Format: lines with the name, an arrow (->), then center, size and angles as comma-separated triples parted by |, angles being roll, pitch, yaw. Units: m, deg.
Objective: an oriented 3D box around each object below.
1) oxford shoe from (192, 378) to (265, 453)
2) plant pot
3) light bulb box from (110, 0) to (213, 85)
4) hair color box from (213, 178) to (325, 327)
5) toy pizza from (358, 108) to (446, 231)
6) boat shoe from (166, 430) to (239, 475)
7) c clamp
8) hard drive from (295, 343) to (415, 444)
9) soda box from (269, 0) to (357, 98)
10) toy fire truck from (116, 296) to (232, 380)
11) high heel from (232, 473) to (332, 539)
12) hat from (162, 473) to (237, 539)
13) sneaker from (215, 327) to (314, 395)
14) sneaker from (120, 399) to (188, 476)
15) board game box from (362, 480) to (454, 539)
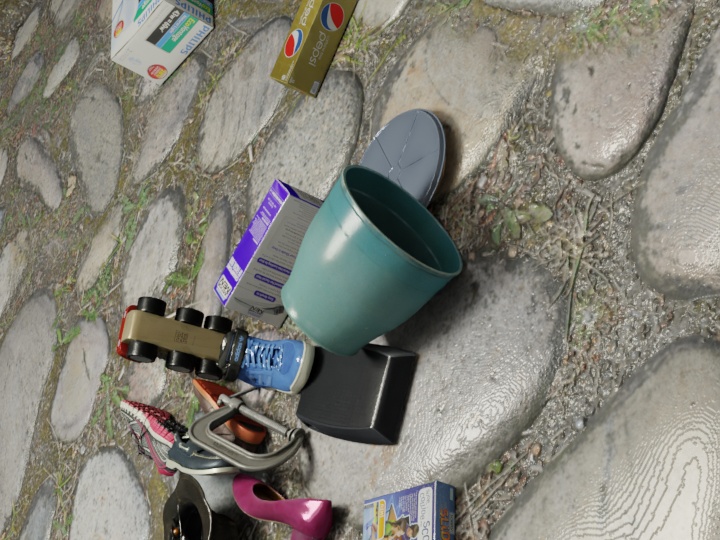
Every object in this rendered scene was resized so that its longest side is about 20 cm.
oxford shoe -> -0.216, 0.229, 1.936 | 0.200, 0.070, 0.073 | 40, 109, 53
plant pot -> 0.000, 0.000, 1.650 | 0.188, 0.198, 0.201 | -49, 39, 22
light bulb box -> -0.397, -0.522, 2.529 | 0.198, 0.124, 0.202 | -38, 44, 35
hair color box -> -0.125, -0.025, 1.914 | 0.202, 0.108, 0.065 | -59, 36, 11
toy pizza -> 0.058, -0.132, 1.793 | 0.199, 0.031, 0.203 | -31, 48, 41
boat shoe -> -0.229, 0.266, 1.853 | 0.199, 0.074, 0.063 | 171, 106, -65
c clamp -> -0.155, 0.224, 1.819 | 0.199, 0.169, 0.028 | 25, 124, 42
hard drive -> -0.013, 0.161, 1.722 | 0.199, 0.042, 0.137 | 1, 73, 53
soda box -> -0.073, -0.392, 2.079 | 0.068, 0.063, 0.202 | 28, 94, 55
toy fire truck -> -0.311, 0.109, 2.051 | 0.200, 0.174, 0.131 | -28, 50, 61
high heel -> -0.108, 0.310, 1.740 | 0.200, 0.067, 0.097 | 38, 113, 49
hat -> -0.226, 0.394, 1.845 | 0.200, 0.080, 0.204 | -20, 67, 61
sneaker -> -0.145, 0.128, 1.820 | 0.199, 0.110, 0.078 | -13, 59, 66
sneaker -> -0.348, 0.269, 2.080 | 0.199, 0.080, 0.076 | 26, 95, 55
board game box -> 0.056, 0.367, 1.526 | 0.134, 0.034, 0.203 | -24, 54, 44
